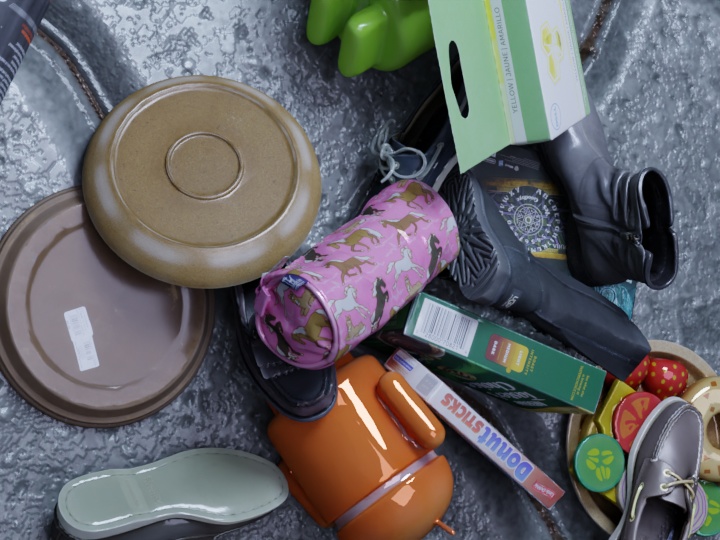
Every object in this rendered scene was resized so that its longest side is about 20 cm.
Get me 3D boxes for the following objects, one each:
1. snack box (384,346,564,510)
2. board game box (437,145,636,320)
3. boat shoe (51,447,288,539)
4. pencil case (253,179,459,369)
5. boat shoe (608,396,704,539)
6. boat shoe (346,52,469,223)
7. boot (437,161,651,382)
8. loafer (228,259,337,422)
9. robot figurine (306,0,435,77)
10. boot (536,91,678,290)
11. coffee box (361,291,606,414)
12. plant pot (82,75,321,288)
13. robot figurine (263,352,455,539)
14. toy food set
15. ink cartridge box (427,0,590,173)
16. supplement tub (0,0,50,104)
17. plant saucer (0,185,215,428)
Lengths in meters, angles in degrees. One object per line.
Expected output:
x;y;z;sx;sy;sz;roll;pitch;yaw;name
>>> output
0.100;0.138;1.448;0.024;0.072;0.200;-50;128;-3;snack box
0.173;-0.036;1.548;0.198;0.028;0.137;15;82;-23;board game box
-0.157;0.195;1.379;0.199;0.061;0.072;-3;50;-27;boat shoe
0.000;0.000;1.340;0.200;0.082;0.087;-37;112;-46;pencil case
0.271;0.211;1.510;0.071;0.059;0.202;26;78;-19;boat shoe
0.048;-0.100;1.447;0.200;0.075;0.062;-48;128;9;boat shoe
0.155;0.001;1.475;0.199;0.066;0.166;24;34;-34;boot
-0.074;0.029;1.366;0.071;0.063;0.201;-19;57;-6;loafer
0.045;-0.251;1.453;0.199;0.116;0.176;-35;69;-25;robot figurine
0.226;-0.082;1.486;0.069;0.131;0.202;-19;95;-22;boot
0.102;0.074;1.462;0.198;0.123;0.044;23;78;-22;coffee box
-0.128;-0.081;1.372;0.197;0.028;0.202;4;61;-7;plant pot
-0.001;0.153;1.404;0.143;0.117;0.201;-36;82;1;robot figurine
0.281;0.167;1.575;0.199;0.049;0.199;35;75;-19;toy food set
0.127;-0.175;1.385;0.200;0.047;0.147;-35;116;-59;ink cartridge box
-0.321;-0.161;1.298;0.106;0.107;0.202;27;77;-20;supplement tub
-0.210;0.029;1.380;0.198;0.029;0.203;1;88;-24;plant saucer
